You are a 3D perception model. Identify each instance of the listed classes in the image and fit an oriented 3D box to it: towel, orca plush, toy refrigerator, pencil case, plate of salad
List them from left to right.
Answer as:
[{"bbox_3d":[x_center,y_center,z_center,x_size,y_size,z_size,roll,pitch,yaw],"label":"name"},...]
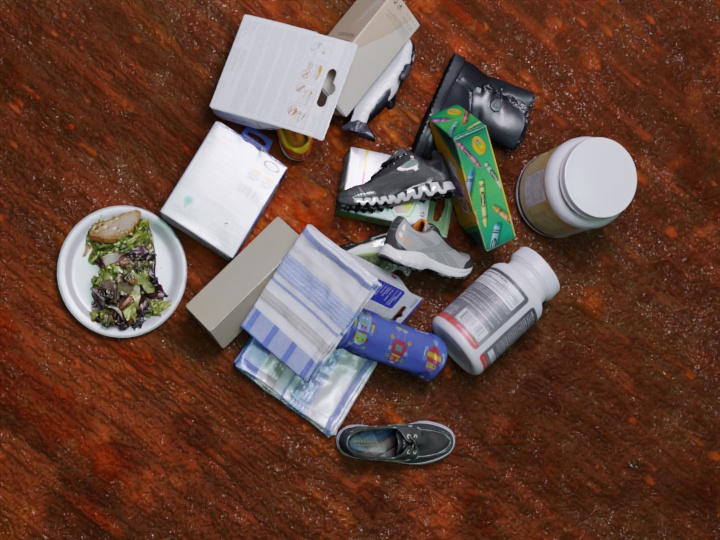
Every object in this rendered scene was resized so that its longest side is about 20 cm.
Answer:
[{"bbox_3d":[-0.365,0.001,1.557,0.196,0.048,0.205,1,85,-12],"label":"plate of salad"},{"bbox_3d":[-0.172,0.017,1.573,0.070,0.076,0.200,40,78,23],"label":"toy refrigerator"},{"bbox_3d":[-0.084,0.148,1.609,0.199,0.024,0.148,36,79,-7],"label":"towel"},{"bbox_3d":[-0.077,0.050,1.521,0.146,0.024,0.201,39,105,10],"label":"towel"},{"bbox_3d":[0.042,0.112,1.596,0.197,0.087,0.079,22,97,-26],"label":"pencil case"},{"bbox_3d":[0.046,-0.285,1.652,0.071,0.104,0.203,48,47,-43],"label":"orca plush"}]

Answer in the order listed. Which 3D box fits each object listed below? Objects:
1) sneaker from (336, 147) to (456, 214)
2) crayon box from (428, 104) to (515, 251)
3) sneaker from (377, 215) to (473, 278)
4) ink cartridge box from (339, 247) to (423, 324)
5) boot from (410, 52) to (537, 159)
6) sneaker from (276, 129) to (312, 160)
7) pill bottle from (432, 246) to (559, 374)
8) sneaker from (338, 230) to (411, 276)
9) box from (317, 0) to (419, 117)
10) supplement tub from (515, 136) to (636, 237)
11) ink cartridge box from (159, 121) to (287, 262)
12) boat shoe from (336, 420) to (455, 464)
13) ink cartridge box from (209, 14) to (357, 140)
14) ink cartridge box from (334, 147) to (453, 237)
[{"bbox_3d":[0.051,-0.144,1.587,0.196,0.066,0.092,-11,85,-16],"label":"sneaker"},{"bbox_3d":[0.176,-0.147,1.604,0.057,0.119,0.203,-23,118,-6],"label":"crayon box"},{"bbox_3d":[0.115,-0.036,1.609,0.198,0.073,0.081,13,94,-45],"label":"sneaker"},{"bbox_3d":[-0.005,0.031,1.595,0.198,0.037,0.095,27,119,-27],"label":"ink cartridge box"},{"bbox_3d":[0.190,-0.240,1.676,0.166,0.076,0.203,27,75,-5],"label":"boot"},{"bbox_3d":[-0.123,-0.275,1.613,0.072,0.077,0.203,-26,86,-11],"label":"sneaker"},{"bbox_3d":[0.221,0.063,1.640,0.199,0.116,0.116,-40,94,-12],"label":"pill bottle"},{"bbox_3d":[0.000,0.000,1.625,0.196,0.077,0.090,-17,100,-9],"label":"sneaker"},{"bbox_3d":[-0.007,-0.349,1.625,0.201,0.094,0.078,-53,125,-12],"label":"box"},{"bbox_3d":[0.347,-0.134,1.638,0.141,0.200,0.148,1,85,-12],"label":"supplement tub"},{"bbox_3d":[-0.204,-0.135,1.586,0.135,0.076,0.202,32,82,-7],"label":"ink cartridge box"},{"bbox_3d":[0.060,0.277,1.620,0.196,0.057,0.070,1,85,-12],"label":"boat shoe"},{"bbox_3d":[-0.115,-0.293,1.561,0.197,0.050,0.165,18,81,14],"label":"ink cartridge box"},{"bbox_3d":[0.064,-0.125,1.650,0.196,0.059,0.106,12,83,-11],"label":"ink cartridge box"}]
